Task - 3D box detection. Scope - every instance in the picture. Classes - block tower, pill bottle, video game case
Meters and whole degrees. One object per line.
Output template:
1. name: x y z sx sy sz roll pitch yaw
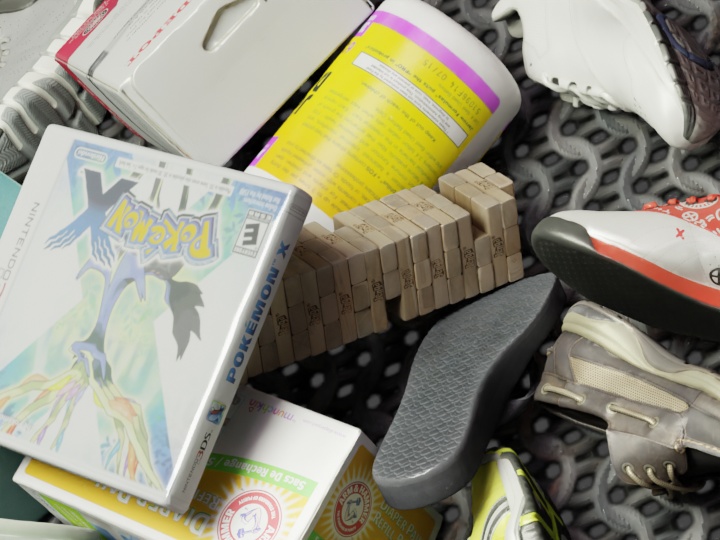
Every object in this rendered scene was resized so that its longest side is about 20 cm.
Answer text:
1. block tower: 0.000 0.000 1.570 0.200 0.058 0.054 -22 31 -24
2. pill bottle: -0.003 -0.056 1.646 0.104 0.104 0.200 32 79 41
3. video game case: -0.134 0.021 1.534 0.200 0.022 0.183 15 80 40

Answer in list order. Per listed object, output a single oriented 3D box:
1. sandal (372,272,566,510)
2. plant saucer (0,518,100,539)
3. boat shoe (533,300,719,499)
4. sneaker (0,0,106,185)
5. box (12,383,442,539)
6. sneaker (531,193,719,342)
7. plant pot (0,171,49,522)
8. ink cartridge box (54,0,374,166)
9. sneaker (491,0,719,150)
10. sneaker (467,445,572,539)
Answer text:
1. sandal: 0.060 0.069 1.534 0.076 0.043 0.200 -12 29 34
2. plant saucer: -0.198 0.162 1.544 0.200 0.200 0.050 1 82 31
3. boat shoe: 0.167 0.086 1.479 0.073 0.074 0.200 -57 40 0
4. sneaker: -0.223 -0.120 1.852 0.115 0.075 0.200 8 54 40
5. box: -0.073 0.126 1.561 0.200 0.113 0.101 19 70 37
6. sneaker: 0.201 -0.020 1.504 0.201 0.067 0.108 18 68 18
7. plant pot: -0.221 0.058 1.683 0.141 0.141 0.200 33 86 41
8. ink cartridge box: -0.093 -0.145 1.720 0.145 0.083 0.200 -46 20 -5
9. sneaker: 0.146 -0.123 1.637 0.087 0.074 0.200 -46 40 12
10. sneaker: 0.077 0.178 1.461 0.076 0.075 0.200 -23 49 16
